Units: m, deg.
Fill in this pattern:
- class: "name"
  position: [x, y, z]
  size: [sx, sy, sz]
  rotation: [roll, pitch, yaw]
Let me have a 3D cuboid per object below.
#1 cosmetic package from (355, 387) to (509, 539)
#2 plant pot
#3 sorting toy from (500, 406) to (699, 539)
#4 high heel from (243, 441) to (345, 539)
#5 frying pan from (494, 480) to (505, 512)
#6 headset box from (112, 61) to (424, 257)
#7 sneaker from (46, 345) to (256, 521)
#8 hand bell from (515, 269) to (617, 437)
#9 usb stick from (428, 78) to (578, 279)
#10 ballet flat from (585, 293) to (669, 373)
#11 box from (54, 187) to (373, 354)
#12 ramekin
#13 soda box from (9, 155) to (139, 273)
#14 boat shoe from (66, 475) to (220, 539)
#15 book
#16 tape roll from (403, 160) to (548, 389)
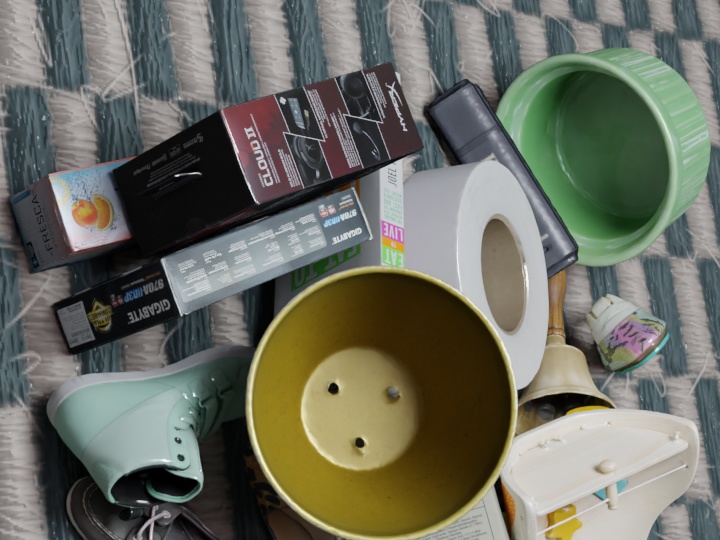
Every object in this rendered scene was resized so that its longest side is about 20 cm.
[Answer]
- class: "cosmetic package"
  position: [0.060, 0.190, 1.403]
  size: [0.073, 0.103, 0.201]
  rotation: [65, 10, -61]
- class: "plant pot"
  position: [0.008, 0.104, 1.319]
  size: [0.199, 0.142, 0.201]
  rotation: [1, 83, -7]
- class: "sorting toy"
  position: [0.185, 0.227, 1.487]
  size: [0.199, 0.107, 0.181]
  rotation: [-18, 115, -34]
- class: "high heel"
  position: [-0.048, 0.241, 1.359]
  size: [0.200, 0.071, 0.143]
  rotation: [52, 44, -25]
- class: "frying pan"
  position: [0.104, 0.208, 1.520]
  size: [0.115, 0.031, 0.191]
  rotation: [-2, 67, -48]
- class: "headset box"
  position: [-0.076, -0.081, 1.302]
  size: [0.199, 0.149, 0.078]
  rotation: [-20, 89, -42]
- class: "sneaker"
  position: [-0.124, 0.126, 1.307]
  size: [0.200, 0.074, 0.118]
  rotation: [-10, 46, -32]
- class: "hand bell"
  position: [0.179, 0.055, 1.610]
  size: [0.104, 0.104, 0.201]
  rotation: [24, 48, -31]
- class: "usb stick"
  position: [0.133, -0.084, 1.614]
  size: [0.055, 0.033, 0.201]
  rotation: [-32, 87, -1]
- class: "ballet flat"
  position: [0.244, 0.056, 1.615]
  size: [0.071, 0.069, 0.200]
  rotation: [52, 5, 7]
- class: "box"
  position: [-0.113, 0.000, 1.331]
  size: [0.199, 0.159, 0.046]
  rotation: [-23, 93, -42]
- class: "ramekin"
  position: [0.230, -0.113, 1.625]
  size: [0.098, 0.200, 0.201]
  rotation: [-25, 92, -47]
- class: "soda box"
  position: [-0.170, -0.055, 1.362]
  size: [0.199, 0.068, 0.064]
  rotation: [-15, 85, -42]
- class: "boat shoe"
  position: [-0.131, 0.215, 1.313]
  size: [0.200, 0.057, 0.067]
  rotation: [41, 54, -21]
- class: "book"
  position: [-0.014, -0.053, 1.426]
  size: [0.048, 0.133, 0.201]
  rotation: [20, 55, -33]
- class: "tape roll"
  position: [0.096, 0.008, 1.506]
  size: [0.202, 0.070, 0.204]
  rotation: [28, 58, -58]
